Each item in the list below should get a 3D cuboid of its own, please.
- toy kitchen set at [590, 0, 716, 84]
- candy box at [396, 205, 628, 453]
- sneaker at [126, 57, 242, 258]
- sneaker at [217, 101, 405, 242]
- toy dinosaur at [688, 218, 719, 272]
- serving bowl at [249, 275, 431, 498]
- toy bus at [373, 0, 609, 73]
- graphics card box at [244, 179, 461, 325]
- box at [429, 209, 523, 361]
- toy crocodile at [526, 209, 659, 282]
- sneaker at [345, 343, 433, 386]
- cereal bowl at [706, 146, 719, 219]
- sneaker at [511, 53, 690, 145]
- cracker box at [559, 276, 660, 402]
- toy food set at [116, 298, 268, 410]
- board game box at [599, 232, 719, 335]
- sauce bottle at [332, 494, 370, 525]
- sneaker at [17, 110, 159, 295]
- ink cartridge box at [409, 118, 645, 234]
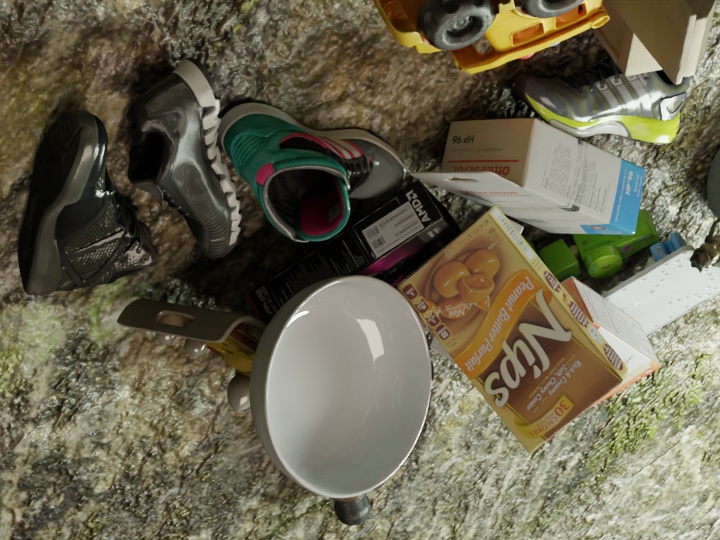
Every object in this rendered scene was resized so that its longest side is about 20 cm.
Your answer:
[{"bbox_3d":[0.318,-0.259,1.417,0.179,0.164,0.201,-12,136,-16],"label":"toy kitchen set"},{"bbox_3d":[0.141,0.054,1.529,0.115,0.200,0.055,-40,178,18],"label":"candy box"},{"bbox_3d":[-0.158,-0.082,1.414,0.090,0.066,0.201,-31,137,-24],"label":"sneaker"},{"bbox_3d":[-0.025,-0.076,1.458,0.199,0.121,0.084,12,126,-36],"label":"sneaker"},{"bbox_3d":[0.388,-0.032,1.659,0.199,0.047,0.088,7,121,-55],"label":"toy dinosaur"},{"bbox_3d":[-0.027,0.102,1.498,0.199,0.066,0.202,-4,97,-41],"label":"serving bowl"},{"bbox_3d":[0.109,-0.234,1.381,0.199,0.136,0.192,-22,154,-2],"label":"toy bus"},{"bbox_3d":[0.000,0.000,1.571,0.199,0.051,0.125,-34,160,6],"label":"graphics card box"},{"bbox_3d":[0.113,0.019,1.637,0.039,0.041,0.201,-54,167,-36],"label":"box"},{"bbox_3d":[0.210,-0.007,1.687,0.199,0.068,0.062,-26,144,2],"label":"toy crocodile"},{"bbox_3d":[0.009,0.095,1.647,0.083,0.081,0.200,-19,163,18],"label":"sneaker"},{"bbox_3d":[0.466,-0.094,1.716,0.199,0.084,0.201,-13,136,-13],"label":"cereal bowl"},{"bbox_3d":[0.227,-0.172,1.538,0.199,0.074,0.081,0,123,-35],"label":"sneaker"},{"bbox_3d":[0.203,0.086,1.650,0.133,0.058,0.200,-32,151,18],"label":"cracker box"},{"bbox_3d":[-0.117,0.090,1.559,0.200,0.143,0.061,36,69,-45],"label":"toy food set"},{"bbox_3d":[0.282,0.036,1.734,0.199,0.026,0.200,-32,157,17],"label":"board game box"},{"bbox_3d":[-0.023,0.204,1.782,0.064,0.065,0.201,-20,139,-7],"label":"sauce bottle"},{"bbox_3d":[-0.224,-0.059,1.414,0.113,0.076,0.200,-4,136,-26],"label":"sneaker"},{"bbox_3d":[0.156,-0.092,1.530,0.199,0.116,0.068,19,80,-39],"label":"ink cartridge box"}]
